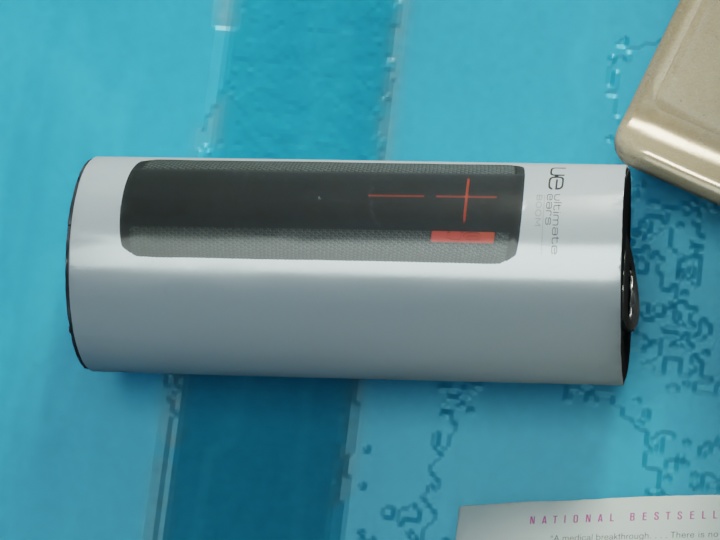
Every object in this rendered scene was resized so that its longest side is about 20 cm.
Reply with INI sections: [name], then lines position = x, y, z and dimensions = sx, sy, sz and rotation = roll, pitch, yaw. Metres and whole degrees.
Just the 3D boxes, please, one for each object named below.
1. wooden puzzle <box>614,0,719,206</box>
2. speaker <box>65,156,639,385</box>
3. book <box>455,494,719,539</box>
[wooden puzzle]
position = 0.214, -0.088, 0.954
dimensions = 0.185, 0.037, 0.200
rotation = 25, 77, 13
[speaker]
position = 0.000, 0.000, 0.939
dimensions = 0.199, 0.081, 0.082
rotation = 2, 77, 9
[book]
position = 0.089, 0.174, 0.873
dimensions = 0.133, 0.048, 0.201
rotation = -2, 57, 13
